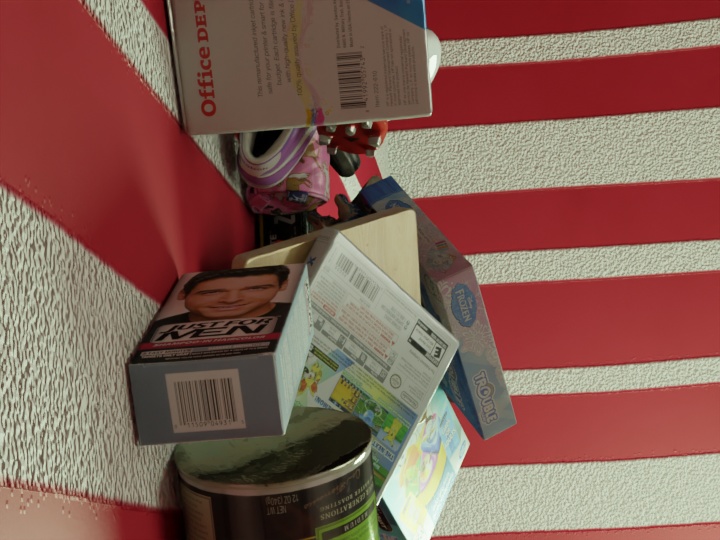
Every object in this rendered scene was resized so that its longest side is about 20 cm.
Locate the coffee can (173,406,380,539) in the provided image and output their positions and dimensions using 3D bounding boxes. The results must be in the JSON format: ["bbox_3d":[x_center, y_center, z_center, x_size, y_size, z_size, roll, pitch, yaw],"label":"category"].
[{"bbox_3d":[-0.054,0.220,1.166,0.146,0.145,0.202,-76,161,-74],"label":"coffee can"}]

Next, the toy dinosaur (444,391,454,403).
[{"bbox_3d":[-0.010,0.162,1.680,0.106,0.199,0.181,61,17,0],"label":"toy dinosaur"}]

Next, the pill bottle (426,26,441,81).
[{"bbox_3d":[-0.018,-0.253,1.645,0.200,0.112,0.112,44,-15,24],"label":"pill bottle"}]

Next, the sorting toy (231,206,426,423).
[{"bbox_3d":[-0.039,0.059,1.392,0.198,0.069,0.202,-18,112,-40],"label":"sorting toy"}]

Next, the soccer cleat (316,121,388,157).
[{"bbox_3d":[-0.013,-0.170,1.403,0.200,0.068,0.086,66,29,-63],"label":"soccer cleat"}]

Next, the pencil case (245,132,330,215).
[{"bbox_3d":[-0.074,-0.157,1.556,0.087,0.082,0.202,42,45,-77],"label":"pencil case"}]

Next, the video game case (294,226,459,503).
[{"bbox_3d":[-0.011,0.091,1.363,0.200,0.022,0.184,42,71,-42],"label":"video game case"}]

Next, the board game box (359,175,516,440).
[{"bbox_3d":[0.075,0.035,1.584,0.199,0.043,0.201,50,-18,54],"label":"board game box"}]

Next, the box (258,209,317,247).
[{"bbox_3d":[-0.074,-0.056,1.670,0.160,0.049,0.202,76,11,-76],"label":"box"}]

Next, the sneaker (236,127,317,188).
[{"bbox_3d":[-0.051,-0.174,1.461,0.114,0.072,0.202,95,19,-79],"label":"sneaker"}]

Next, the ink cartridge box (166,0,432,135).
[{"bbox_3d":[-0.047,-0.192,1.257,0.085,0.197,0.146,-90,175,-72],"label":"ink cartridge box"}]

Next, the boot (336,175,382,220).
[{"bbox_3d":[-0.005,0.016,1.725,0.200,0.064,0.188,-35,-115,50],"label":"boot"}]

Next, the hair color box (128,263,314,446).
[{"bbox_3d":[-0.092,0.054,1.115,0.200,0.098,0.061,-77,161,-73],"label":"hair color box"}]

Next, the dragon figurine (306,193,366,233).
[{"bbox_3d":[0.000,0.000,1.543,0.099,0.059,0.200,-1,45,-51],"label":"dragon figurine"}]

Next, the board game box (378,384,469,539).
[{"bbox_3d":[0.036,0.172,1.593,0.152,0.046,0.201,-64,143,-33],"label":"board game box"}]

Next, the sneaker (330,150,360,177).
[{"bbox_3d":[-0.020,-0.201,1.722,0.076,0.113,0.201,72,-4,-64],"label":"sneaker"}]
